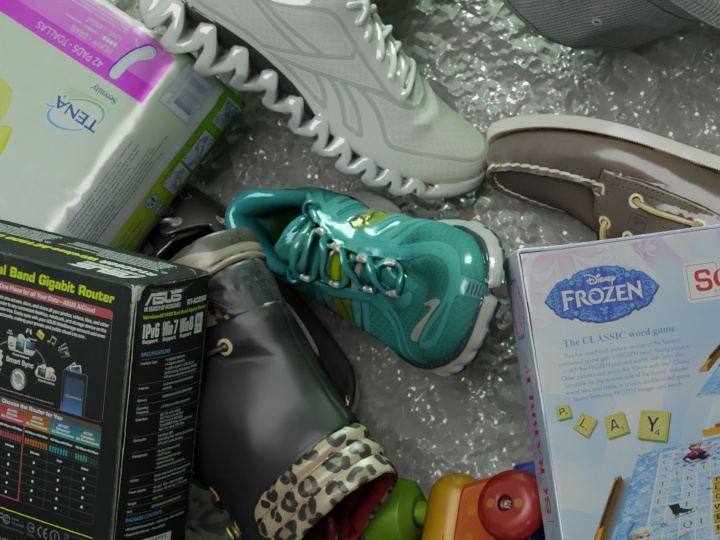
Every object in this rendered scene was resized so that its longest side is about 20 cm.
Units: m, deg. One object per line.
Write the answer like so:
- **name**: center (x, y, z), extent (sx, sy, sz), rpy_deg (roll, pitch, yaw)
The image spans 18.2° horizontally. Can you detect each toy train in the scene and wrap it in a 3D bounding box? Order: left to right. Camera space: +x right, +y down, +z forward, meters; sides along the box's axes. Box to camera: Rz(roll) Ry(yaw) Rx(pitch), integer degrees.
- **toy train**: center (0.052, 0.115, 1.099), extent (0.115, 0.085, 0.201), rpy_deg (2, 75, 30)

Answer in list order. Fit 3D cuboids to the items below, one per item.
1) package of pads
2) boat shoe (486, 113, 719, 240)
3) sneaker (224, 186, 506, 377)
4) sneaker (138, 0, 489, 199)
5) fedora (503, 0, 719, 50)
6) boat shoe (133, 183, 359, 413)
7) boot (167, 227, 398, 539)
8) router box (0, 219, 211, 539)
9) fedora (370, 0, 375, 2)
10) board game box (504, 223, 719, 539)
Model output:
- **package of pads**: center (-0.180, -0.078, 1.197), extent (0.200, 0.068, 0.155), rpy_deg (32, 84, 38)
- **boat shoe**: center (0.152, -0.028, 1.112), extent (0.199, 0.072, 0.060), rpy_deg (14, 76, 13)
- **sneaker**: center (0.000, 0.000, 1.096), extent (0.200, 0.079, 0.078), rpy_deg (20, 95, 57)
- **sneaker**: center (-0.011, -0.107, 1.128), extent (0.200, 0.075, 0.081), rpy_deg (32, 118, -14)
- **fedora**: center (0.119, -0.170, 1.124), extent (0.090, 0.200, 0.177), rpy_deg (-39, 44, 31)
- **boat shoe**: center (-0.076, 0.008, 1.172), extent (0.067, 0.057, 0.200), rpy_deg (-46, 68, -1)
- **boot**: center (-0.075, 0.094, 1.106), extent (0.151, 0.073, 0.200), rpy_deg (52, 123, 19)
- **router box**: center (-0.172, 0.056, 1.082), extent (0.199, 0.062, 0.151), rpy_deg (14, 104, 31)
- **fedora**: center (-0.022, -0.216, 1.208), extent (0.200, 0.082, 0.201), rpy_deg (-4, 73, 15)
- **board game box**: center (0.178, 0.077, 1.033), extent (0.199, 0.041, 0.200), rpy_deg (-7, 85, -8)
